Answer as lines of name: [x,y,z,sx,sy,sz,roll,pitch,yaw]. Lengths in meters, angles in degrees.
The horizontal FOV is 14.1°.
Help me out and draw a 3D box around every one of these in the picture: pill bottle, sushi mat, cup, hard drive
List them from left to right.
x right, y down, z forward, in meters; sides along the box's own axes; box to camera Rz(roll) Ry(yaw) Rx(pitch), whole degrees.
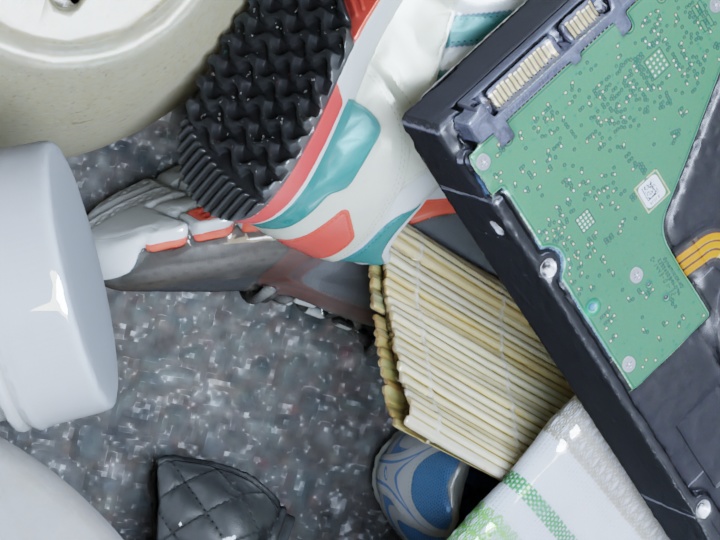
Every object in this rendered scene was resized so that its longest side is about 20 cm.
pill bottle: [-0.177,0.024,0.851,0.200,0.111,0.111,-13,105,2]
cup: [-0.107,-0.122,0.933,0.200,0.143,0.201,-3,102,-15]
sushi mat: [0.077,0.053,1.003,0.200,0.096,0.012,30,129,-36]
hard drive: [0.115,-0.014,0.917,0.140,0.038,0.200,-44,119,-16]

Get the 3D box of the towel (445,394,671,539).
towel: [0.087,0.119,0.966,0.200,0.031,0.149,-48,125,-11]

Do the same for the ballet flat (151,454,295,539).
ballet flat: [-0.087,0.161,1.044,0.057,0.066,0.200,26,87,-1]

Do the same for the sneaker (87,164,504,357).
sneaker: [0.000,0.000,1.026,0.200,0.077,0.082,-7,109,-14]

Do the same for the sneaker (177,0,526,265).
sneaker: [0.029,-0.088,0.930,0.093,0.070,0.200,30,96,-47]

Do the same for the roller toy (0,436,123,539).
roller toy: [-0.154,0.136,0.939,0.182,0.200,0.140,37,50,0]

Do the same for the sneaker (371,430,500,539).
sneaker: [0.102,0.098,1.075,0.200,0.072,0.072,12,96,-19]
